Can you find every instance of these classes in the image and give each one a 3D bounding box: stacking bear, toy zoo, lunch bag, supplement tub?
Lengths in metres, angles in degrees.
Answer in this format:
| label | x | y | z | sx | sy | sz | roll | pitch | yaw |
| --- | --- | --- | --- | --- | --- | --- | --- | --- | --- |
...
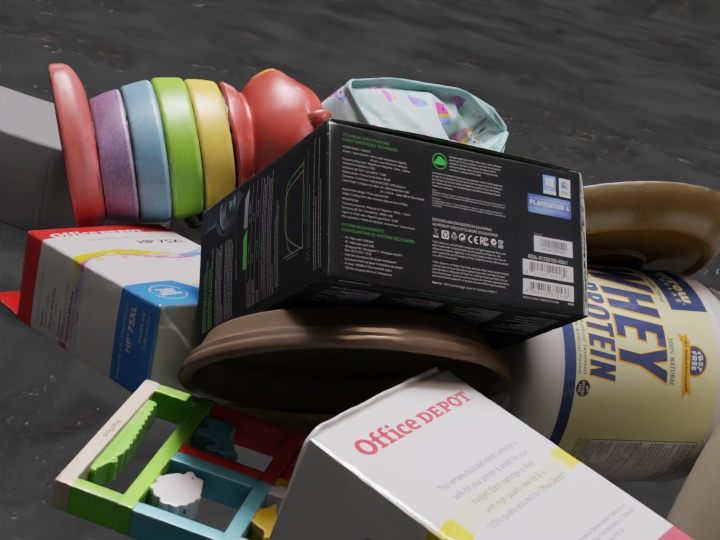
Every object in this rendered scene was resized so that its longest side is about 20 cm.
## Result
| label | x | y | z | sx | sy | sz | roll | pitch | yaw |
| --- | --- | --- | --- | --- | --- | --- | --- | --- | --- |
| stacking bear | -0.122 | -0.098 | 1.122 | 0.198 | 0.115 | 0.122 | -10 | -17 | -11 |
| toy zoo | -0.059 | 0.129 | 0.863 | 0.199 | 0.021 | 0.131 | 18 | 25 | 9 |
| lunch bag | 0.015 | -0.083 | 1.278 | 0.199 | 0.170 | 0.123 | -12 | 75 | -52 |
| supplement tub | 0.163 | 0.069 | 1.017 | 0.199 | 0.146 | 0.145 | 4 | 21 | -26 |

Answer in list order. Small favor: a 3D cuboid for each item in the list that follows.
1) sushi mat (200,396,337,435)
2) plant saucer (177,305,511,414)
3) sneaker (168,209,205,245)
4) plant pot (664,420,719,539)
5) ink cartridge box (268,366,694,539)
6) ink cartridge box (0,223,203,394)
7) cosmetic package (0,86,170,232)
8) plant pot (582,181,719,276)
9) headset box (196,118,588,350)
| label | x | y | z | sx | sy | sz | roll | pitch | yaw |
| --- | --- | --- | --- | --- | --- | --- | --- | --- | --- |
| sushi mat | -0.006 | 0.115 | 0.972 | 0.199 | 0.012 | 0.095 | 28 | 24 | 36 |
| plant saucer | -0.009 | 0.056 | 0.900 | 0.198 | 0.030 | 0.200 | 0 | -17 | 0 |
| sneaker | -0.065 | 0.001 | 1.150 | 0.199 | 0.081 | 0.076 | 22 | 19 | 18 |
| plant pot | 0.300 | 0.109 | 0.920 | 0.186 | 0.201 | 0.187 | 13 | 18 | -4 |
| ink cartridge box | 0.072 | 0.150 | 0.773 | 0.199 | 0.084 | 0.145 | 34 | 27 | 23 |
| ink cartridge box | -0.156 | 0.018 | 1.040 | 0.116 | 0.068 | 0.199 | -5 | 22 | -44 |
| cosmetic package | -0.251 | -0.082 | 1.242 | 0.199 | 0.091 | 0.107 | 20 | 22 | 7 |
| plant pot | 0.164 | -0.013 | 1.046 | 0.198 | 0.028 | 0.200 | -4 | -19 | -1 |
| headset box | 0.011 | -0.003 | 0.918 | 0.173 | 0.094 | 0.200 | 9 | -19 | -26 |
